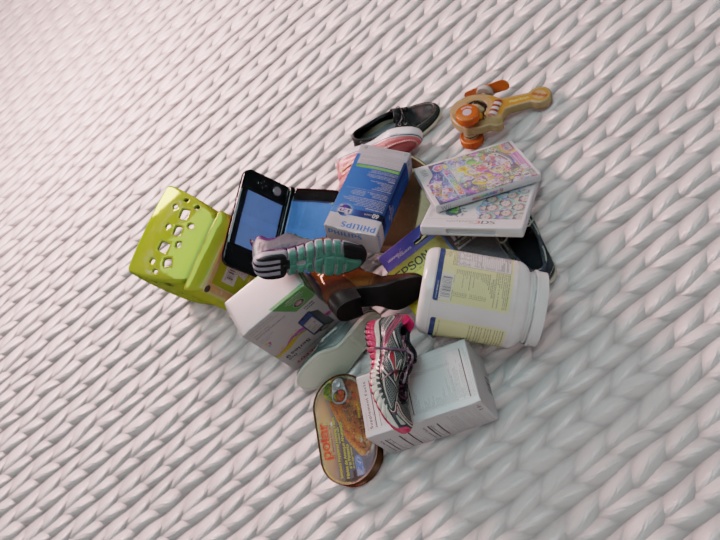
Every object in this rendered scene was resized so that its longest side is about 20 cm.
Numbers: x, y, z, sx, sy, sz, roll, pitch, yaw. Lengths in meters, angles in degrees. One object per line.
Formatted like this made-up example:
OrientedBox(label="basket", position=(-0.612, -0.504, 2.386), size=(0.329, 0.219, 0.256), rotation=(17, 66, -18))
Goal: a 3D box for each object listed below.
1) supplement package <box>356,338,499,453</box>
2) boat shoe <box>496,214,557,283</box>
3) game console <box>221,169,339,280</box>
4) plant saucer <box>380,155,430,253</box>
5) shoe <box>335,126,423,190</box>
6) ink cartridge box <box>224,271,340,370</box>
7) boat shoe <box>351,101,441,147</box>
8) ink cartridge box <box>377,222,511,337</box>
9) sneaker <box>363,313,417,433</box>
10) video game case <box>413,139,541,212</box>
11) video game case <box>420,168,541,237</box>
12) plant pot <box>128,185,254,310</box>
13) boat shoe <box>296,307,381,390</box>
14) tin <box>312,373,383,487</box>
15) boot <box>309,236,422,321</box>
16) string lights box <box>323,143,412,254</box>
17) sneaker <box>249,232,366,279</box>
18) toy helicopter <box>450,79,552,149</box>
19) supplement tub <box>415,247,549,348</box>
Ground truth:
OrientedBox(label="supplement package", position=(0.109, 0.211, 1.245), size=(0.199, 0.110, 0.114), rotation=(-21, 57, 17))
OrientedBox(label="boat shoe", position=(0.279, -0.061, 1.326), size=(0.075, 0.062, 0.201), rotation=(-27, 55, 14))
OrientedBox(label="game console", position=(-0.152, -0.086, 1.455), size=(0.118, 0.172, 0.202), rotation=(-9, 64, 50))
OrientedBox(label="plant saucer", position=(0.061, -0.130, 1.466), size=(0.198, 0.029, 0.202), rotation=(-3, 79, 15))
OrientedBox(label="shoe", position=(0.039, -0.218, 1.535), size=(0.199, 0.071, 0.092), rotation=(-16, 60, 26))
OrientedBox(label="ink cartridge box", position=(-0.129, 0.082, 1.385), size=(0.145, 0.200, 0.088), rotation=(-39, 57, 3))
OrientedBox(label="boat shoe", position=(0.070, -0.305, 1.562), size=(0.198, 0.066, 0.075), rotation=(-19, 56, 18))
OrientedBox(label="ink cartridge box", position=(0.151, -0.015, 1.367), size=(0.197, 0.047, 0.200), rotation=(-39, 64, 6))
OrientedBox(label="sneaker", position=(0.056, 0.157, 1.184), size=(0.074, 0.081, 0.201), rotation=(-18, 57, 16))
OrientedBox(label="video game case", position=(0.211, -0.176, 1.386), size=(0.199, 0.018, 0.144), rotation=(-17, 38, -3))
OrientedBox(label="video game case", position=(0.220, -0.126, 1.352), size=(0.181, 0.024, 0.200), rotation=(2, 38, 23))
OrientedBox(label="plant pot", position=(-0.317, -0.031, 1.543), size=(0.181, 0.199, 0.201), rotation=(20, 81, 30))
OrientedBox(label="boat shoe", position=(-0.041, 0.142, 1.398), size=(0.200, 0.073, 0.062), rotation=(-42, 29, 4))
OrientedBox(label="tin", position=(-0.023, 0.281, 1.325), size=(0.111, 0.042, 0.201), rotation=(-19, 57, 13))
OrientedBox(label="boot", position=(0.000, 0.000, 1.363), size=(0.187, 0.069, 0.200), rotation=(-20, 41, -13))
OrientedBox(label="string lights box", position=(0.017, -0.135, 1.393), size=(0.102, 0.059, 0.201), rotation=(14, 60, 17))
OrientedBox(label="sneaker", position=(-0.090, -0.041, 1.294), size=(0.198, 0.075, 0.088), rotation=(-3, 42, -17))
OrientedBox(label="toy helicopter", position=(0.274, -0.325, 1.475), size=(0.198, 0.079, 0.133), rotation=(-12, 51, 10))
OrientedBox(label="supplement tub", position=(0.197, 0.047, 1.233), size=(0.198, 0.145, 0.146), rotation=(10, 68, 5))
